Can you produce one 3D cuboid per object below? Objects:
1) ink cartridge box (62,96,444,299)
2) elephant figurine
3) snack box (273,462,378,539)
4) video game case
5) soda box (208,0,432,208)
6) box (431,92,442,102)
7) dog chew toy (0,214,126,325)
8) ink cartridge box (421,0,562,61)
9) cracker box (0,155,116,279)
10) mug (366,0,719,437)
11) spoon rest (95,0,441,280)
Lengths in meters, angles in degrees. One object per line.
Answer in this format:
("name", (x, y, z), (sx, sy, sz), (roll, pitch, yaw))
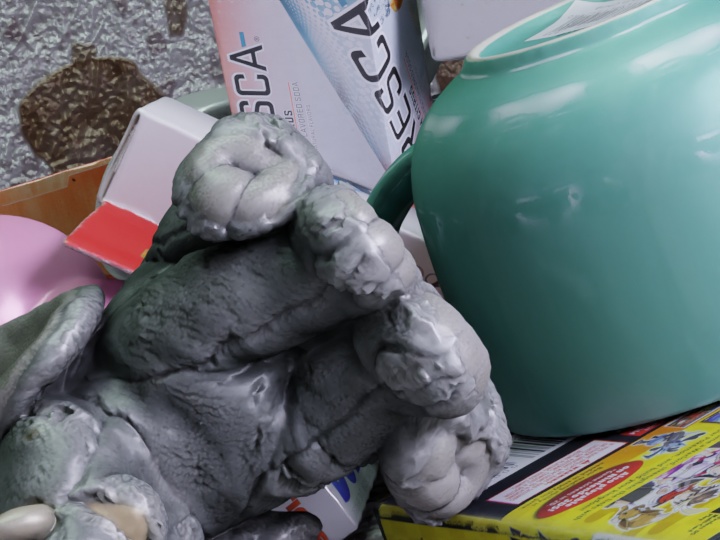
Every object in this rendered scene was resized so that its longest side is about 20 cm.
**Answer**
("ink cartridge box", (0.000, 0.000, 1.053), (0.200, 0.045, 0.176), (24, 8, -1))
("elephant figurine", (-0.069, 0.056, 0.832), (0.200, 0.142, 0.155), (-40, -25, -4))
("snack box", (-0.023, 0.049, 1.022), (0.024, 0.072, 0.200), (-37, 4, 8))
("video game case", (0.128, 0.043, 0.854), (0.200, 0.026, 0.181), (-27, 12, -26))
("soda box", (-0.014, -0.084, 1.146), (0.068, 0.200, 0.064), (1, 34, 18))
("box", (0.122, -0.040, 1.295), (0.200, 0.117, 0.197), (-19, 9, -36))
("dog chew toy", (-0.142, 0.030, 1.032), (0.200, 0.125, 0.125), (11, 18, 30))
("ink cartridge box", (0.119, -0.167, 1.166), (0.147, 0.145, 0.200), (-10, 1, 24))
("cracker box", (-0.137, -0.002, 1.369), (0.134, 0.058, 0.200), (-17, -7, -1))
("mug", (0.078, -0.025, 0.906), (0.185, 0.114, 0.152), (-21, 11, 1))
("spoon rest", (-0.035, -0.065, 1.236), (0.200, 0.061, 0.099), (-41, -28, -17))
